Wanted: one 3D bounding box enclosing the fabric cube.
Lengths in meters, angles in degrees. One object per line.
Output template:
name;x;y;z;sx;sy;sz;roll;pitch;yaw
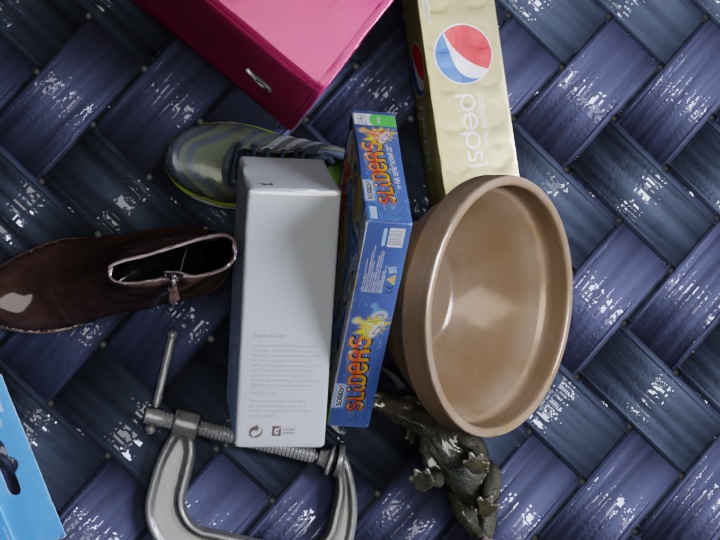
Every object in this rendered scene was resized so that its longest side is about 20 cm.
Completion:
fabric cube;-0.061;-0.256;1.227;0.199;0.196;0.200;38;82;-6

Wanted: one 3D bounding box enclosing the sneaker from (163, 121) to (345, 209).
sneaker;-0.058;-0.082;1.274;0.198;0.081;0.075;7;85;-9

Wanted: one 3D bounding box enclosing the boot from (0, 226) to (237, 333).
boot;-0.194;0.001;1.201;0.198;0.166;0.073;-11;88;-10

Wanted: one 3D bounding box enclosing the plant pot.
plant pot;0.076;0.024;1.240;0.200;0.092;0.203;-10;103;-51

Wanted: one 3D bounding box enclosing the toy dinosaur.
toy dinosaur;0.086;0.164;1.282;0.077;0.102;0.200;-32;108;18

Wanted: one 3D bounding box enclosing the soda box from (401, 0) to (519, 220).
soda box;0.083;-0.139;1.311;0.067;0.064;0.202;-7;87;-10

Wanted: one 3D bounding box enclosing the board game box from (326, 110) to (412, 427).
board game box;0.000;0.000;1.201;0.034;0.136;0.201;4;129;-9

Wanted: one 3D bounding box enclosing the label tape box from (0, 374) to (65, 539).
label tape box;-0.345;0.182;1.216;0.199;0.066;0.144;-22;90;-9

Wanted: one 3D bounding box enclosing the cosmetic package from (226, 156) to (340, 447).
cosmetic package;-0.061;0.023;1.207;0.071;0.102;0.202;1;108;-9

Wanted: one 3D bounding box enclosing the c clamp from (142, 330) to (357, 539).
c clamp;-0.089;0.162;1.281;0.199;0.027;0.172;20;83;-8
